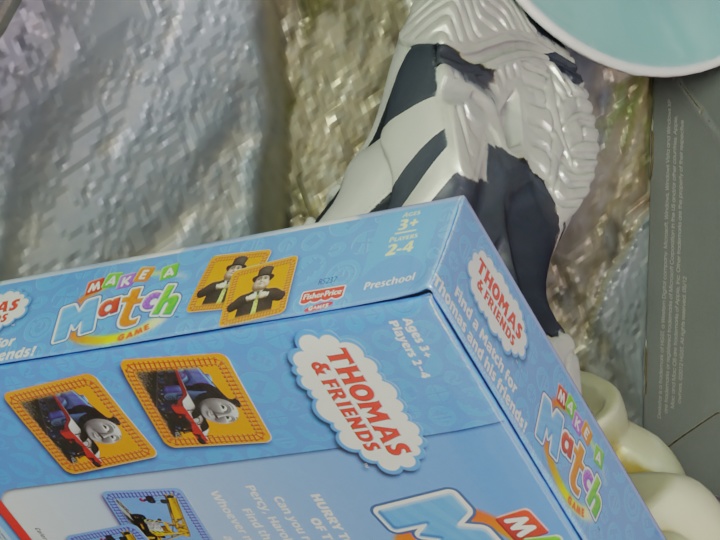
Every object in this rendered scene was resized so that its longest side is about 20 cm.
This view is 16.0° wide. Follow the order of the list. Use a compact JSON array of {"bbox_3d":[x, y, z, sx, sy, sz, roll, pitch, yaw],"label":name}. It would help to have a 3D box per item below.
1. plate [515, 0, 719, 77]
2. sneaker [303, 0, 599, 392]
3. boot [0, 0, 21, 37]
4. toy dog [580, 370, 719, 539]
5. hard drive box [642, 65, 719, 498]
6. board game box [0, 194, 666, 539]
[{"bbox_3d":[0.091,-0.163,0.820,0.199,0.026,0.201,-5,98,-38],"label":"plate"},{"bbox_3d":[0.000,0.000,0.766,0.079,0.129,0.200,36,40,-38],"label":"sneaker"},{"bbox_3d":[-0.155,-0.142,0.608,0.173,0.069,0.201,13,89,-36],"label":"boot"},{"bbox_3d":[0.085,0.147,0.802,0.140,0.193,0.201,-43,120,-39],"label":"toy dog"},{"bbox_3d":[0.198,-0.011,0.927,0.199,0.077,0.157,-12,110,-38],"label":"hard drive box"},{"bbox_3d":[-0.031,0.060,0.672,0.152,0.199,0.037,58,38,-34],"label":"board game box"}]
